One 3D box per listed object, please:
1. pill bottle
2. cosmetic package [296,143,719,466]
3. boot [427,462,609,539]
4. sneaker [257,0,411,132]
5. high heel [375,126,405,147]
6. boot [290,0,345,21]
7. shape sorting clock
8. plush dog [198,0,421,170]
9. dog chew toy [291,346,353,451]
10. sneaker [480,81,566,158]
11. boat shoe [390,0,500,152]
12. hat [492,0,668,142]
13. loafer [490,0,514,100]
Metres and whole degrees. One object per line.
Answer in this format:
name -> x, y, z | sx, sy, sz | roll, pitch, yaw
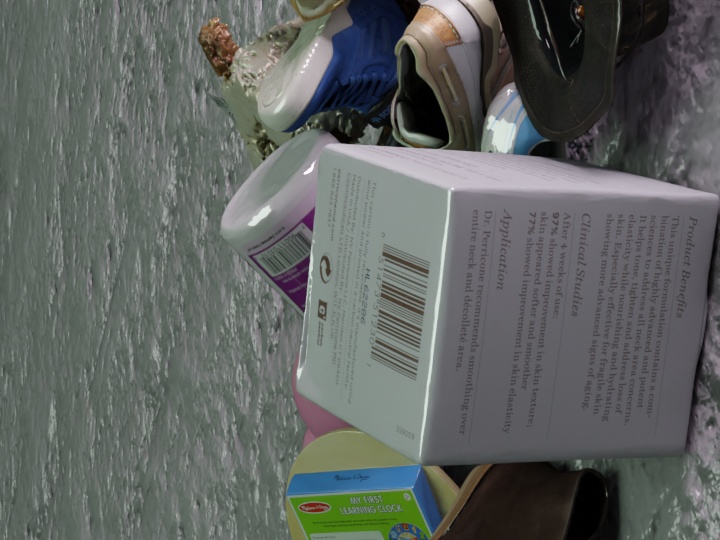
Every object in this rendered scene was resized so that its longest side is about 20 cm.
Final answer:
pill bottle -> 0.000, 0.000, 1.405 | 0.112, 0.200, 0.112 | -39, 19, 16
cosmetic package -> 0.089, 0.018, 1.180 | 0.166, 0.199, 0.169 | 22, 108, 59
boot -> 0.088, 0.220, 1.305 | 0.201, 0.072, 0.166 | -67, 19, -11
sneaker -> 0.000, -0.139, 1.382 | 0.077, 0.111, 0.200 | -39, 17, 32
high heel -> 0.050, -0.111, 1.548 | 0.200, 0.071, 0.143 | 102, -169, -71
boot -> -0.035, -0.237, 1.377 | 0.201, 0.066, 0.176 | -88, 24, -55
shape sorting clock -> 0.023, 0.212, 1.471 | 0.199, 0.039, 0.201 | 21, 129, 28
plush dog -> -0.024, -0.167, 1.556 | 0.161, 0.171, 0.200 | 57, 163, 9
dog chew toy -> 0.005, 0.136, 1.536 | 0.125, 0.124, 0.202 | -133, 41, -61
sneaker -> 0.112, -0.036, 1.340 | 0.072, 0.072, 0.201 | 32, 133, 29
boat shoe -> 0.054, -0.110, 1.333 | 0.075, 0.068, 0.201 | 37, 150, 33
hat -> 0.150, -0.183, 1.209 | 0.200, 0.080, 0.202 | 166, 90, -74
loafer -> 0.092, -0.161, 1.394 | 0.072, 0.062, 0.201 | -118, 35, -53
